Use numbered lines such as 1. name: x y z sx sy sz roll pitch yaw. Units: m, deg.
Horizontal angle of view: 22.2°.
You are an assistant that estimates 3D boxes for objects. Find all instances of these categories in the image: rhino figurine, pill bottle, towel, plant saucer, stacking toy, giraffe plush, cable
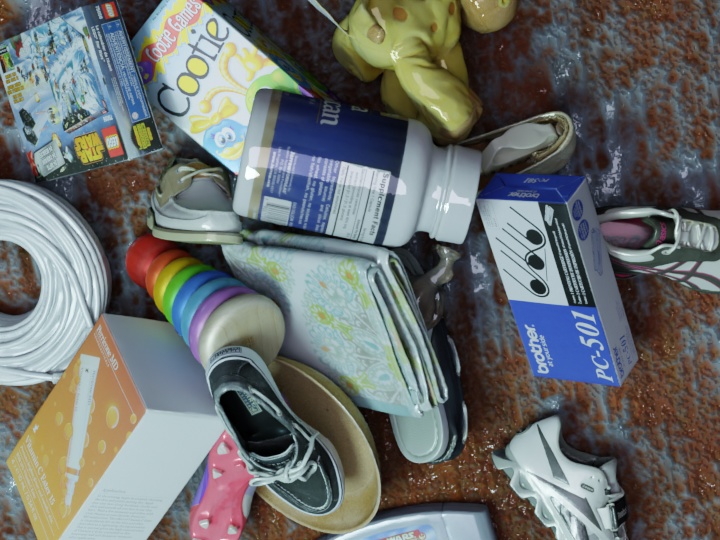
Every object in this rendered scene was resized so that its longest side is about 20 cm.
1. rhino figurine: 0.000 0.000 1.677 0.199 0.060 0.088 18 88 32
2. pill bottle: -0.002 -0.082 1.560 0.199 0.111 0.112 12 101 -3
3. towel: -0.022 0.044 1.641 0.199 0.048 0.172 8 130 42
4. plant saucer: -0.054 0.153 1.702 0.199 0.035 0.201 24 135 26
5. stacking toy: -0.154 0.020 1.670 0.200 0.085 0.086 38 106 44
6. giraffe plush: 0.066 -0.231 1.607 0.162 0.172 0.200 -47 123 -8
7. cable: -0.332 0.010 1.732 0.199 0.069 0.201 -1 103 10

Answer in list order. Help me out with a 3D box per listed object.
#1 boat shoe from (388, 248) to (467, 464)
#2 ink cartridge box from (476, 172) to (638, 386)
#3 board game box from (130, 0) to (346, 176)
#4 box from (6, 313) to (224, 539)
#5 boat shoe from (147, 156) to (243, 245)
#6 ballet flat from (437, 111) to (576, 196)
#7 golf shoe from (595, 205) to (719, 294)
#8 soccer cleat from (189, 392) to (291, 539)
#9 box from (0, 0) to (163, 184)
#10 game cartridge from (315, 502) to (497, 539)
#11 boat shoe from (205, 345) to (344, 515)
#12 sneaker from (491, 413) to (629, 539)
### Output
1. boat shoe: 0.054 0.080 1.704 0.075 0.060 0.201 -11 79 32
2. ink cartridge box: 0.176 0.009 1.630 0.094 0.044 0.201 5 129 37
3. board game box: -0.110 -0.160 1.664 0.200 0.103 0.105 40 101 -1
4. box: -0.224 0.157 1.684 0.200 0.097 0.125 -54 47 26
5. boat shoe: -0.151 -0.063 1.640 0.074 0.200 0.069 6 96 -21
6. ballet flat: 0.101 -0.097 1.641 0.199 0.062 0.068 -23 72 -11
7. golf shoe: 0.289 -0.022 1.641 0.199 0.088 0.078 1 82 5
8. soccer cleat: -0.114 0.177 1.704 0.066 0.077 0.201 13 124 -12
9. box: -0.257 -0.157 1.649 0.040 0.200 0.138 -21 98 -33
10. game cartridge: 0.039 0.296 1.757 0.199 0.042 0.134 -16 101 9
11. boat shoe: -0.070 0.155 1.603 0.073 0.068 0.200 -22 123 7
12. sneaker: 0.217 0.221 1.702 0.088 0.074 0.200 -40 93 13
